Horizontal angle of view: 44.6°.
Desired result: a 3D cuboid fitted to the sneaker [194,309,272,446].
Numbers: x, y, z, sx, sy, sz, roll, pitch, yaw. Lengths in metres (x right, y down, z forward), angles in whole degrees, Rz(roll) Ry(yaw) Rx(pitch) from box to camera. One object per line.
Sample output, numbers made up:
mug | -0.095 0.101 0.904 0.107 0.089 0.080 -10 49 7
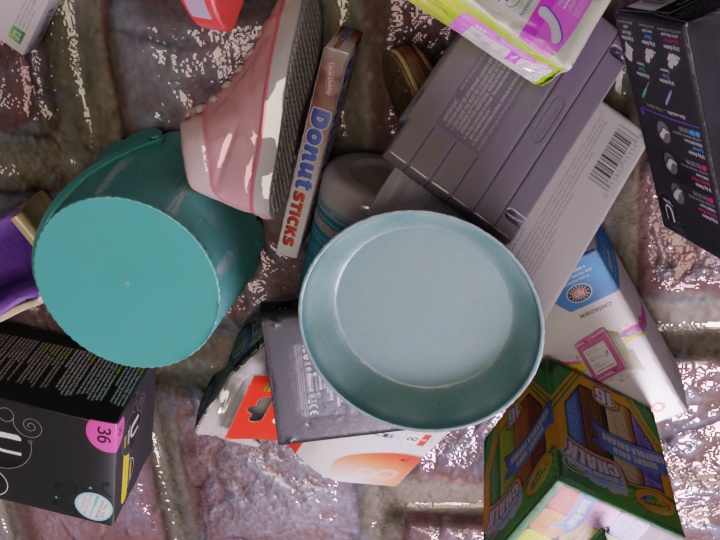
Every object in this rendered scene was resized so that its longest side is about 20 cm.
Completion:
sneaker | -0.107 0.116 0.943 0.087 0.075 0.200 24 129 -14

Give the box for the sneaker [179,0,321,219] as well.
sneaker | -0.101 -0.153 0.760 0.104 0.075 0.202 14 96 15

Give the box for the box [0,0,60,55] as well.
box | -0.344 -0.306 0.761 0.199 0.036 0.145 35 119 -11

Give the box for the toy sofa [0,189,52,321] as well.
toy sofa | -0.391 0.006 0.906 0.199 0.098 0.083 -23 113 22

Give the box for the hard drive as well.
hard drive | 0.017 0.084 0.790 0.198 0.033 0.141 -6 116 -3

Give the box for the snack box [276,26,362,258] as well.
snack box | -0.039 -0.113 0.794 0.024 0.072 0.201 17 120 1

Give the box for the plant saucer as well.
plant saucer | 0.049 0.038 0.712 0.198 0.036 0.202 5 116 10

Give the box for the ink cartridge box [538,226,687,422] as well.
ink cartridge box | 0.205 0.068 0.847 0.144 0.085 0.201 -27 113 22

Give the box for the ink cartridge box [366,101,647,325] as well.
ink cartridge box | 0.123 -0.076 0.742 0.173 0.044 0.201 33 82 -4

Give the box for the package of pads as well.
package of pads | 0.102 -0.252 0.659 0.199 0.068 0.155 33 85 -8

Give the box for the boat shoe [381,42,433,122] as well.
boat shoe | 0.087 -0.117 0.780 0.067 0.072 0.201 -36 110 -7

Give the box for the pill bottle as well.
pill bottle | 0.000 0.000 0.828 0.110 0.111 0.201 16 120 1

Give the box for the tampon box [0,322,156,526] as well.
tampon box | -0.342 0.166 0.969 0.198 0.127 0.151 12 121 2

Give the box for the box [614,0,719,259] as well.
box | 0.297 -0.127 0.692 0.121 0.106 0.201 -23 114 -4

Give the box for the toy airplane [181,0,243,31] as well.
toy airplane | -0.113 -0.308 0.657 0.199 0.141 0.200 -32 90 38

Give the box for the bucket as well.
bucket | -0.201 -0.018 0.838 0.205 0.135 0.209 4 118 7

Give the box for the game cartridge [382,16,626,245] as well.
game cartridge | 0.120 -0.139 0.709 0.129 0.038 0.201 35 81 -1

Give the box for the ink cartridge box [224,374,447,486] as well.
ink cartridge box | -0.028 0.168 0.899 0.198 0.051 0.163 6 146 -18

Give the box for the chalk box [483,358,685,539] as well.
chalk box | 0.186 0.201 0.761 0.123 0.201 0.125 26 121 -7
